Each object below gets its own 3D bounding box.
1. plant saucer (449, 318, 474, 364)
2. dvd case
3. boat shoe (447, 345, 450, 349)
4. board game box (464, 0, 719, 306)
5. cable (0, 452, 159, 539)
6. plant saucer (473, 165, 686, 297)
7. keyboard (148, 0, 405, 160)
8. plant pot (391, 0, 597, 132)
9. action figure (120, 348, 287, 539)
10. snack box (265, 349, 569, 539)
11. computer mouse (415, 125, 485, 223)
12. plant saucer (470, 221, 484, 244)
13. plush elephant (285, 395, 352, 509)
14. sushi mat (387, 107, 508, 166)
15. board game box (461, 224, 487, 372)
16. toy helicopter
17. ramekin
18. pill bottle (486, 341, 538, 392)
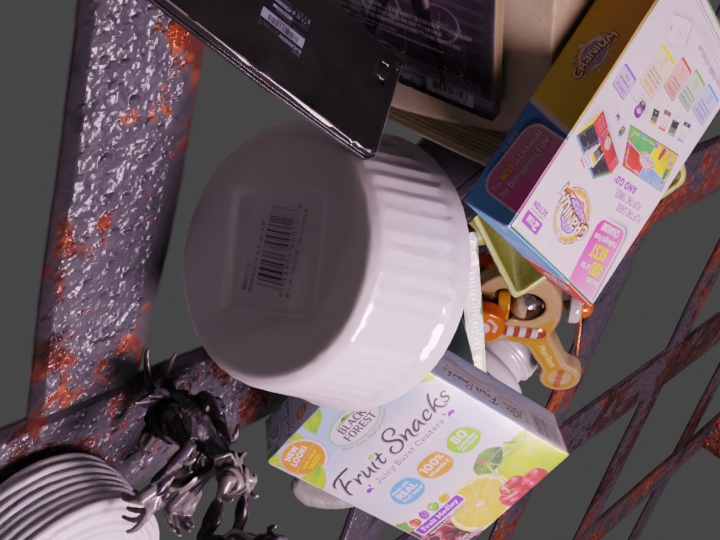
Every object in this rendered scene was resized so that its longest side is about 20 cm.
[{"bbox_3d":[0.065,0.098,1.082,0.038,0.202,0.203,-10,137,-12],"label":"plant saucer"},{"bbox_3d":[0.025,-0.196,0.707,0.016,0.148,0.201,-50,153,-28],"label":"dvd case"},{"bbox_3d":[0.000,0.000,0.893,0.202,0.073,0.074,65,31,-10],"label":"boat shoe"},{"bbox_3d":[0.169,-0.092,0.753,0.201,0.040,0.153,-56,142,-1],"label":"board game box"},{"bbox_3d":[-0.239,0.235,0.835,0.199,0.069,0.201,-38,148,-30],"label":"cable"},{"bbox_3d":[0.174,-0.106,0.997,0.199,0.048,0.201,-34,129,-1],"label":"plant saucer"},{"bbox_3d":[-0.045,-0.166,0.678,0.199,0.020,0.129,34,64,-38],"label":"keyboard"},{"bbox_3d":[0.105,-0.215,0.784,0.199,0.176,0.201,-42,149,-24],"label":"plant pot"},{"bbox_3d":[-0.122,0.157,0.824,0.102,0.201,0.119,-41,155,7],"label":"action figure"},{"bbox_3d":[0.045,0.132,0.886,0.199,0.053,0.142,32,114,-26],"label":"snack box"},{"bbox_3d":[0.077,-0.121,0.883,0.199,0.140,0.046,-40,148,-10],"label":"computer mouse"},{"bbox_3d":[0.182,-0.105,1.149,0.199,0.048,0.202,-5,124,-56],"label":"plant saucer"},{"bbox_3d":[-0.010,0.120,0.994,0.153,0.201,0.166,-11,135,-25],"label":"plush elephant"},{"bbox_3d":[0.093,-0.124,0.844,0.096,0.199,0.012,-46,138,-14],"label":"sushi mat"},{"bbox_3d":[0.092,0.046,1.060,0.023,0.105,0.203,-10,109,-12],"label":"board game box"},{"bbox_3d":[0.188,0.056,1.153,0.201,0.131,0.080,54,29,-41],"label":"toy helicopter"},{"bbox_3d":[-0.031,-0.006,0.779,0.097,0.200,0.202,11,111,-53],"label":"ramekin"},{"bbox_3d":[0.108,0.141,1.236,0.200,0.119,0.120,-48,152,-14],"label":"pill bottle"}]
